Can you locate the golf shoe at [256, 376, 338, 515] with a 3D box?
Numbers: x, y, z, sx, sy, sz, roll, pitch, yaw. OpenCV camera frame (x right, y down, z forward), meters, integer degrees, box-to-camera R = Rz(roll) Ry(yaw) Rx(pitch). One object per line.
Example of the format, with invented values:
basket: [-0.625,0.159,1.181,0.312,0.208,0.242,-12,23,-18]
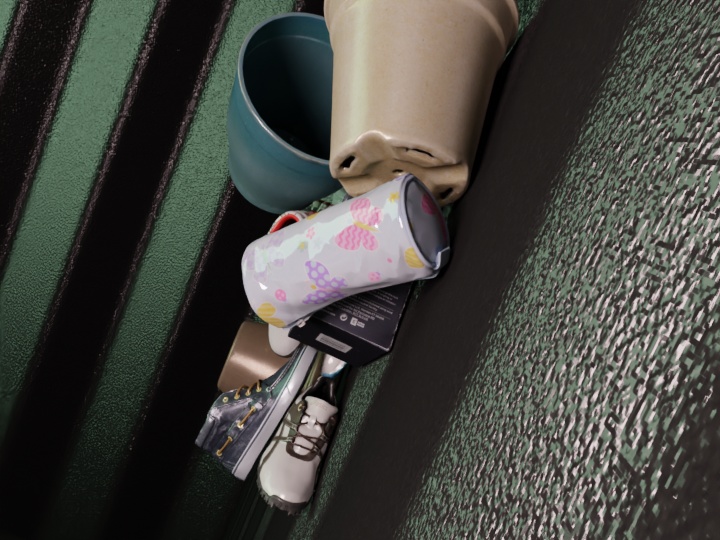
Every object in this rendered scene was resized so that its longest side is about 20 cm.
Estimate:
golf shoe: [-0.074,0.208,0.921,0.201,0.076,0.096,-78,12,-61]

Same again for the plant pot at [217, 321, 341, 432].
plant pot: [-0.129,0.166,1.179,0.200,0.172,0.204,-157,90,-84]

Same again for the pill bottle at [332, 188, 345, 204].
pill bottle: [0.012,-0.181,1.108,0.112,0.110,0.204,-81,0,-72]

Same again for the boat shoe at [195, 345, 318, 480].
boat shoe: [-0.139,0.172,0.987,0.202,0.090,0.071,-58,-4,0]

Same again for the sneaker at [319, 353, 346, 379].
sneaker: [-0.029,0.062,1.062,0.077,0.079,0.203,124,167,-59]

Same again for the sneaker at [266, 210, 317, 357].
sneaker: [-0.098,0.018,0.971,0.107,0.066,0.205,6,-74,-64]

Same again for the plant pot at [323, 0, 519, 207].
plant pot: [0.048,-0.167,0.713,0.201,0.196,0.187,123,157,-67]

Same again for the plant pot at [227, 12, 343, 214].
plant pot: [-0.079,-0.171,0.910,0.188,0.198,0.203,-43,23,56]

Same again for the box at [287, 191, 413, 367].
box: [0.000,0.000,0.859,0.200,0.103,0.185,128,165,-74]

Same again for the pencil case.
pencil case: [-0.017,-0.013,0.674,0.197,0.083,0.093,-22,76,30]

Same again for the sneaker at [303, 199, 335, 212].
sneaker: [-0.035,-0.053,1.049,0.080,0.198,0.076,20,-88,-55]
